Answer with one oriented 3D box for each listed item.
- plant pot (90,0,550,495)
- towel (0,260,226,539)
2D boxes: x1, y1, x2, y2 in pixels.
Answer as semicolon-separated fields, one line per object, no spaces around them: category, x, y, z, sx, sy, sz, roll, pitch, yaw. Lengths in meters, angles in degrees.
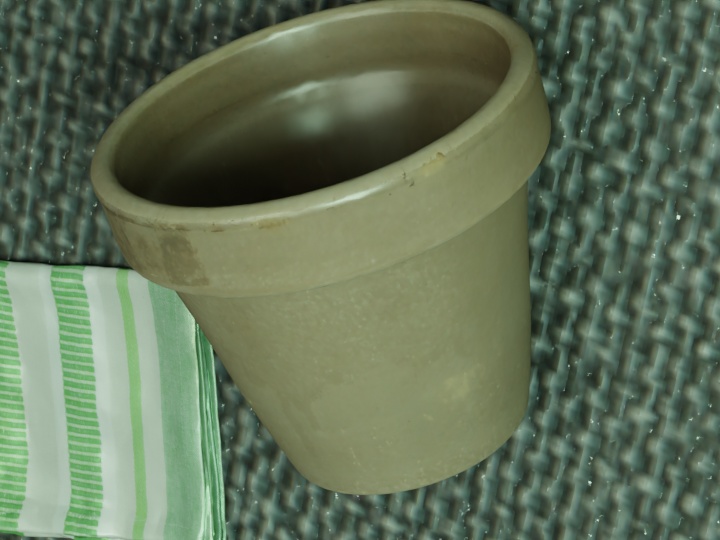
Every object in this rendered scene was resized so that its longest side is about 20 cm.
plant pot;0.000;0.000;1.275;0.200;0.200;0.175;2;122;34
towel;-0.158;0.071;1.491;0.200;0.023;0.153;5;105;34
